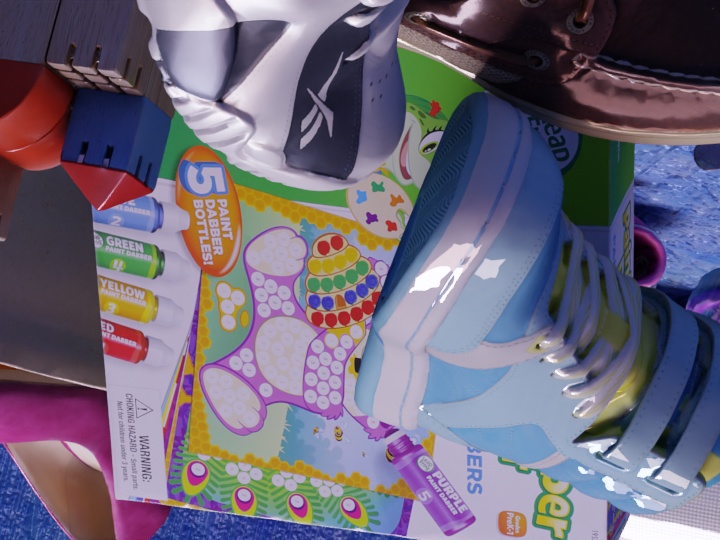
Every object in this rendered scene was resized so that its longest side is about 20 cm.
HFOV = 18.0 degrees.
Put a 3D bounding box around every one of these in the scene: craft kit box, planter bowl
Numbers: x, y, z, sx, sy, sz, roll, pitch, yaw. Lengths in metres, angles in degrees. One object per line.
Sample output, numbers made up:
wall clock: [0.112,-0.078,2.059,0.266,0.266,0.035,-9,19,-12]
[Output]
craft kit box: [0.000,0.000,0.826,0.197,0.200,0.049,4,-157,16]
planter bowl: [-0.112,-0.023,0.991,0.200,0.135,0.200,15,178,0]

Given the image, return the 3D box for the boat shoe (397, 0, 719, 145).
boat shoe: [0.047,-0.088,0.646,0.200,0.072,0.072,19,172,5]

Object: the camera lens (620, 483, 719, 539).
camera lens: [0.218,0.108,1.252,0.200,0.160,0.160,9,169,22]

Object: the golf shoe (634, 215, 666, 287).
golf shoe: [0.109,0.008,1.099,0.091,0.075,0.200,5,169,22]

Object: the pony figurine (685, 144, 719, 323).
pony figurine: [0.206,0.014,0.853,0.200,0.167,0.193,-7,172,18]

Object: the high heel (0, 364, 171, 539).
high heel: [-0.144,0.089,1.014,0.067,0.096,0.200,15,179,21]

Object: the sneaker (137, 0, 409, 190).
sneaker: [0.014,-0.090,0.554,0.129,0.080,0.199,4,137,22]

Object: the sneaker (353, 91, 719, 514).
sneaker: [0.072,0.016,0.702,0.130,0.080,0.200,21,164,2]

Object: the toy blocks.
toy blocks: [-0.137,-0.074,0.760,0.200,0.137,0.100,9,169,19]
